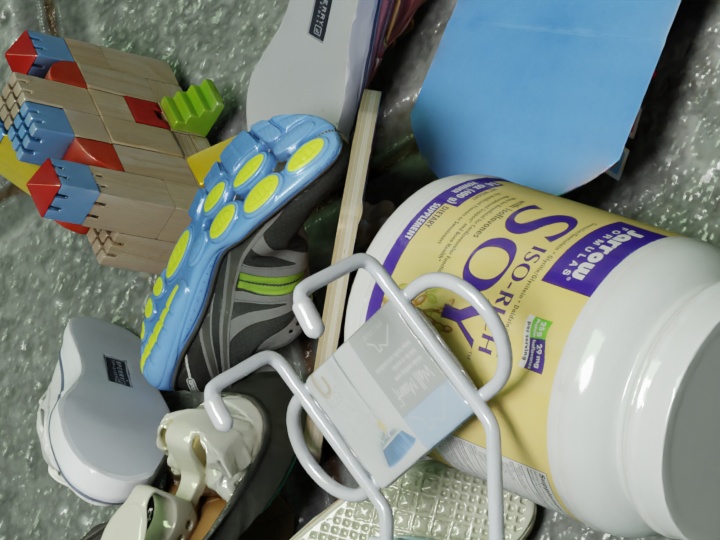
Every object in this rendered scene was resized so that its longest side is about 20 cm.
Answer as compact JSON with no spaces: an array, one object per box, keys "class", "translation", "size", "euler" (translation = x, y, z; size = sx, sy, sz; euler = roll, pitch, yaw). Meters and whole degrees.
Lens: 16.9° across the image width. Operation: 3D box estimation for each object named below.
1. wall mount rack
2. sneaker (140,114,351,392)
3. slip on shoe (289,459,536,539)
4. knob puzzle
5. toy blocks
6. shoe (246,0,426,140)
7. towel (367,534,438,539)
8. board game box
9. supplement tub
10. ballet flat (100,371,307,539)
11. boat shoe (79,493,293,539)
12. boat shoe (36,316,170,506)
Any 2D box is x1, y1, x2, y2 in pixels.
[{"class":"wall mount rack","translation":[0.011,0.093,1.124],"size":[0.174,0.075,0.200],"euler":[54,145,8]},{"class":"sneaker","translation":[-0.055,-0.008,1.340],"size":[0.200,0.083,0.071],"euler":[-59,29,33]},{"class":"slip on shoe","translation":[0.003,0.155,1.261],"size":[0.200,0.061,0.074],"euler":[-31,78,13]},{"class":"knob puzzle","translation":[0.000,0.000,1.265],"size":[0.030,0.220,0.220],"euler":[10,77,0]},{"class":"toy blocks","translation":[-0.158,-0.071,1.416],"size":[0.100,0.137,0.200],"euler":[-56,42,29]},{"class":"shoe","translation":[0.001,-0.138,1.375],"size":[0.071,0.091,0.200],"euler":[35,127,29]},{"class":"towel","translation":[0.072,0.223,1.165],"size":[0.200,0.048,0.172],"euler":[7,81,26]},{"class":"board game box","translation":[0.113,-0.120,1.294],"size":[0.158,0.039,0.200],"euler":[12,76,47]},{"class":"supplement tub","translation":[0.106,0.043,1.162],"size":[0.200,0.145,0.146],"euler":[19,86,42]},{"class":"ballet flat","translation":[-0.089,0.121,1.270],"size":[0.068,0.068,0.200],"euler":[12,58,30]},{"class":"boat shoe","translation":[-0.132,0.172,1.343],"size":[0.201,0.072,0.066],"euler":[-33,35,-1]},{"class":"boat shoe","translation":[-0.148,0.094,1.374],"size":[0.200,0.073,0.065],"euler":[-98,30,-70]}]
